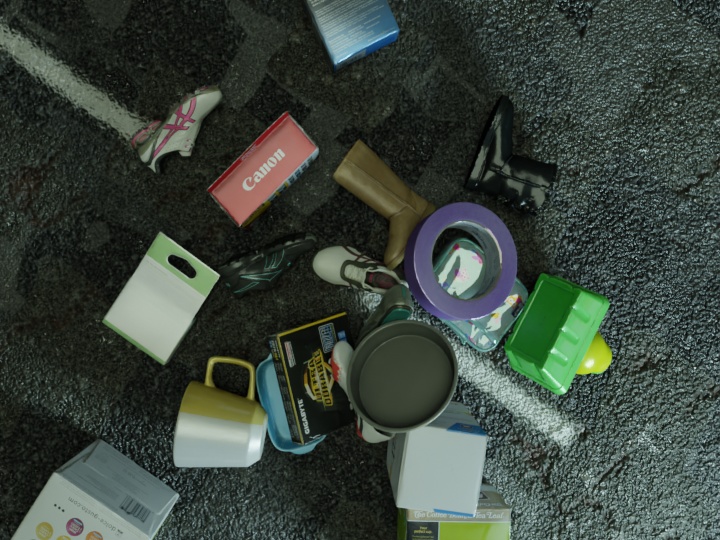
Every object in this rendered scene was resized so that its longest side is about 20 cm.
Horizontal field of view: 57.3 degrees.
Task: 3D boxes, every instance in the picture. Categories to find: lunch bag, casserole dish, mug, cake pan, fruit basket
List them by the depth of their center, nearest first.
[{"bbox_3d":[0.073,0.183,1.125,0.194,0.037,0.205,-9,56,13],"label":"cake pan"},{"bbox_3d":[-0.247,0.274,1.199,0.148,0.150,0.192,9,112,-1],"label":"mug"},{"bbox_3d":[0.214,0.050,1.261,0.199,0.077,0.162,39,89,-4],"label":"lunch bag"},{"bbox_3d":[0.390,0.128,1.262,0.212,0.154,0.222,-22,124,-36],"label":"fruit basket"},{"bbox_3d":[-0.131,0.248,1.269,0.117,0.039,0.206,-14,93,-3],"label":"casserole dish"}]

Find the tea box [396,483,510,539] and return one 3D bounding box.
[{"bbox_3d":[0.170,0.521,1.246,0.193,0.134,0.204,3,93,-3],"label":"tea box"}]

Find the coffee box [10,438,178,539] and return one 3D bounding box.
[{"bbox_3d":[-0.478,0.464,1.177,0.197,0.200,0.200,35,91,-3],"label":"coffee box"}]

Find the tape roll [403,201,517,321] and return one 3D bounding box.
[{"bbox_3d":[0.178,-0.014,1.175,0.194,0.066,0.207,1,84,-14],"label":"tape roll"}]

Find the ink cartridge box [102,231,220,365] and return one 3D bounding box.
[{"bbox_3d":[-0.372,0.052,1.245,0.144,0.048,0.203,34,90,-4],"label":"ink cartridge box"}]

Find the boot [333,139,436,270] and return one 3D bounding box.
[{"bbox_3d":[0.028,-0.121,1.237,0.198,0.066,0.177,38,58,-6],"label":"boot"}]

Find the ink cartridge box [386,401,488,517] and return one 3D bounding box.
[{"bbox_3d":[0.132,0.330,1.205,0.142,0.200,0.150,8,94,-3],"label":"ink cartridge box"}]

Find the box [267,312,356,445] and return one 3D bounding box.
[{"bbox_3d":[-0.076,0.197,1.229,0.157,0.049,0.206,-15,93,-37],"label":"box"}]

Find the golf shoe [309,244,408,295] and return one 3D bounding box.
[{"bbox_3d":[0.000,0.000,1.245,0.194,0.088,0.080,13,93,-2],"label":"golf shoe"}]

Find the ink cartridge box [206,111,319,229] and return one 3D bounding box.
[{"bbox_3d":[-0.170,-0.175,1.185,0.200,0.176,0.084,-45,93,0],"label":"ink cartridge box"}]

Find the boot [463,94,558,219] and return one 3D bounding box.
[{"bbox_3d":[0.300,-0.212,1.260,0.158,0.073,0.204,20,98,-1],"label":"boot"}]

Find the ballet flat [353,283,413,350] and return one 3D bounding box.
[{"bbox_3d":[0.043,0.096,1.232,0.066,0.201,0.065,12,50,-21],"label":"ballet flat"}]

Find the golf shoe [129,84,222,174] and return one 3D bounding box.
[{"bbox_3d":[-0.329,-0.264,1.229,0.198,0.073,0.093,-35,99,9],"label":"golf shoe"}]

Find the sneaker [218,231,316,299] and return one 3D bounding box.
[{"bbox_3d":[-0.169,-0.012,1.251,0.195,0.076,0.081,-22,105,5],"label":"sneaker"}]

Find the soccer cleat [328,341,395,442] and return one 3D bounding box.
[{"bbox_3d":[0.006,0.221,1.199,0.068,0.084,0.205,-29,104,-42],"label":"soccer cleat"}]

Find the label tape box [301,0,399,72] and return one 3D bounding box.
[{"bbox_3d":[-0.032,-0.503,1.237,0.141,0.063,0.205,-25,93,-1],"label":"label tape box"}]
